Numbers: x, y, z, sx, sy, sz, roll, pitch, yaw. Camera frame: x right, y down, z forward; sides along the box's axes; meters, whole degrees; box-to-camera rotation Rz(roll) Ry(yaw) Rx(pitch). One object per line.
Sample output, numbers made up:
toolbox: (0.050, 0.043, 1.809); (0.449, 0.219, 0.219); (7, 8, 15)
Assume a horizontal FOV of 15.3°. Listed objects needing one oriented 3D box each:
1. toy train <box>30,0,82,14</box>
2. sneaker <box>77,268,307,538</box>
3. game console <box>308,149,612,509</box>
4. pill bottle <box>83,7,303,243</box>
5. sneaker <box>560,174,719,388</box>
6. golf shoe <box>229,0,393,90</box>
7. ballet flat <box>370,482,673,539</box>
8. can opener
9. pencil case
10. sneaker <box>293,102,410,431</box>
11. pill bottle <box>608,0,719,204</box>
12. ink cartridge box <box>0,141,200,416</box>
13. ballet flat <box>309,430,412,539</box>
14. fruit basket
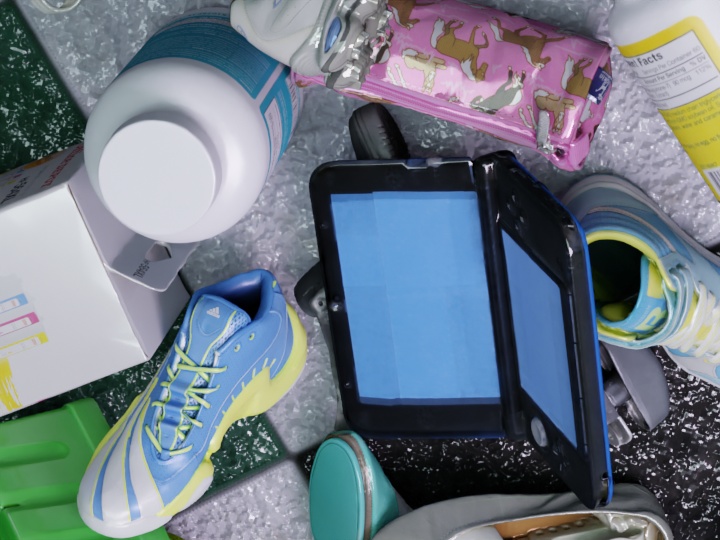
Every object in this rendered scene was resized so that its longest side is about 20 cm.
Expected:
toy train: (-0.206, -0.265, 1.646); (0.150, 0.056, 0.200); (-37, 97, 19)
sneaker: (-0.111, 0.071, 1.671); (0.076, 0.200, 0.105); (22, 142, 26)
game console: (0.061, 0.040, 1.619); (0.118, 0.171, 0.201); (-17, 120, -14)
pill bottle: (-0.102, -0.084, 1.611); (0.110, 0.200, 0.111); (3, 109, 8)
sneaker: (0.198, 0.032, 1.643); (0.200, 0.131, 0.080); (35, 109, -5)
golf shoe: (-0.008, -0.207, 1.583); (0.097, 0.078, 0.200); (21, 66, 12)
ballet flat: (0.104, 0.176, 1.708); (0.199, 0.064, 0.068); (-8, 118, -12)
can opener: (0.126, 0.023, 1.703); (0.067, 0.053, 0.200); (-35, 102, -15)
pencil case: (0.053, -0.126, 1.633); (0.199, 0.087, 0.083); (18, 98, 5)
sneaker: (0.000, -0.001, 1.697); (0.104, 0.060, 0.200); (-17, 113, 11)
pill bottle: (0.219, -0.134, 1.593); (0.114, 0.114, 0.200); (-31, 102, 17)
ink cartridge box: (-0.209, 0.006, 1.697); (0.199, 0.129, 0.126); (-21, 104, 14)
ballet flat: (0.003, 0.187, 1.765); (0.067, 0.070, 0.201); (31, 125, 46)
fruit basket: (-0.157, 0.197, 1.739); (0.215, 0.216, 0.156); (23, 117, 0)
